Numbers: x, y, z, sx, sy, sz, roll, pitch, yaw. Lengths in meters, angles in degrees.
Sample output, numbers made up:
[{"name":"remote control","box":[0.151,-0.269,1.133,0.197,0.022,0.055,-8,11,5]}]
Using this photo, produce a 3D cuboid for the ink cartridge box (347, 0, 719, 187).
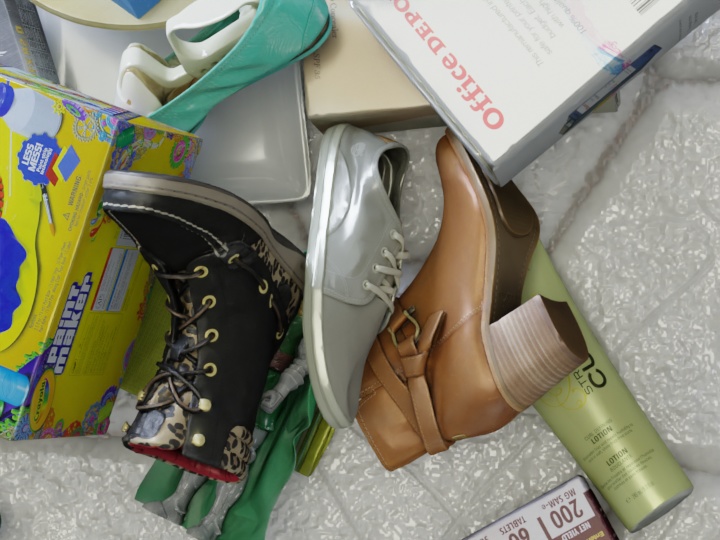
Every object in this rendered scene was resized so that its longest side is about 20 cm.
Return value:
[{"name":"ink cartridge box","box":[0.112,-0.170,1.320,0.200,0.088,0.145,-40,79,1]}]

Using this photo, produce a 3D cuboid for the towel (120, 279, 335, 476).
[{"name":"towel","box":[-0.104,0.059,1.447,0.199,0.018,0.086,24,88,10]}]

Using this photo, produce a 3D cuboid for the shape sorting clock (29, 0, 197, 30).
[{"name":"shape sorting clock","box":[-0.146,-0.237,1.436,0.199,0.039,0.201,-2,55,3]}]

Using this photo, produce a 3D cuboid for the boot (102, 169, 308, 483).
[{"name":"boot","box":[-0.102,0.035,1.292,0.073,0.200,0.151,9,75,26]}]

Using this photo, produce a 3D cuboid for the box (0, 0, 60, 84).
[{"name":"box","box":[-0.267,-0.074,1.446,0.158,0.048,0.201,-21,81,20]}]

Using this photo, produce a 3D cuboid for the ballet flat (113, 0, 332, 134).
[{"name":"ballet flat","box":[-0.111,-0.130,1.384,0.200,0.067,0.070,-34,124,24]}]

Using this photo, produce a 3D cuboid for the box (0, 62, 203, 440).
[{"name":"box","box":[-0.232,-0.023,1.342,0.192,0.122,0.201,20,95,20]}]

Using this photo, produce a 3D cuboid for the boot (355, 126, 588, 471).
[{"name":"boot","box":[0.048,0.018,1.398,0.155,0.077,0.201,-33,65,22]}]

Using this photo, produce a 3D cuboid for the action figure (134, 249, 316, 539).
[{"name":"action figure","box":[-0.069,0.077,1.401,0.118,0.055,0.201,23,84,34]}]

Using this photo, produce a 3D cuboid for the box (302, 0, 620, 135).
[{"name":"box","box":[0.065,-0.144,1.408,0.199,0.078,0.095,-6,84,8]}]

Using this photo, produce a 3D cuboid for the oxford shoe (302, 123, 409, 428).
[{"name":"oxford shoe","box":[0.000,0.000,1.361,0.057,0.075,0.201,0,69,14]}]

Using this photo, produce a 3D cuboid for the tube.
[{"name":"tube","box":[0.135,0.074,1.397,0.058,0.052,0.200,-25,72,-28]}]

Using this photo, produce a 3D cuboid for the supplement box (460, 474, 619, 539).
[{"name":"supplement box","box":[0.142,0.243,1.375,0.109,0.061,0.201,-30,83,4]}]

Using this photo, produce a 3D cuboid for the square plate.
[{"name":"square plate","box":[-0.135,-0.136,1.462,0.199,0.028,0.199,-5,85,8]}]
